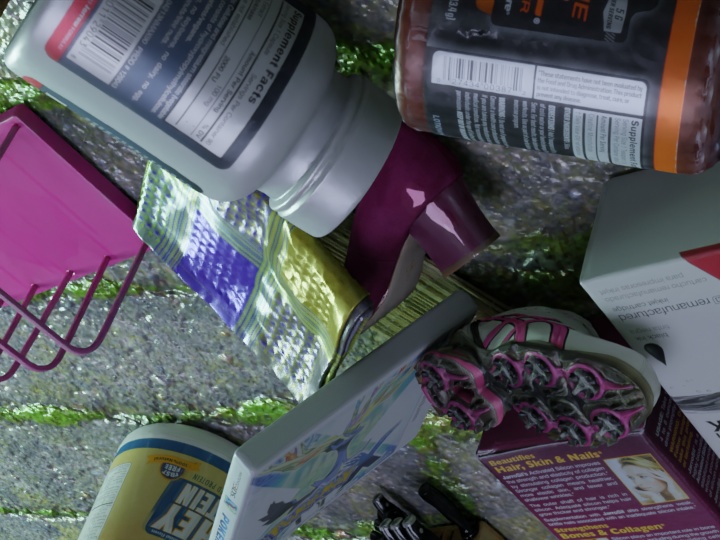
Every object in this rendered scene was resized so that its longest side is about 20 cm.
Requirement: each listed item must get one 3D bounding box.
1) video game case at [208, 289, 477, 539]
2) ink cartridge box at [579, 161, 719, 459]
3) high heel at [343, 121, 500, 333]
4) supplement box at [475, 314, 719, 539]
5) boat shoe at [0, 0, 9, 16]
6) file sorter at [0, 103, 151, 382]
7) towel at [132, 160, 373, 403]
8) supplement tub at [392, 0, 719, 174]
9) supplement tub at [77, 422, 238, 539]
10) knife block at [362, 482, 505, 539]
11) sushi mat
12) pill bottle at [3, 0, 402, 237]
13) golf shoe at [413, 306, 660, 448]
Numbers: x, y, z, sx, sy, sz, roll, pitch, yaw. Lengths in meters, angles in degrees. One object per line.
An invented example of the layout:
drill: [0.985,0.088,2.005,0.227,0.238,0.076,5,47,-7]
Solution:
video game case: [-0.016,0.115,1.037,0.022,0.199,0.183,45,148,18]
ink cartridge box: [0.241,0.026,0.895,0.146,0.083,0.200,-14,131,39]
high heel: [0.001,-0.019,0.984,0.200,0.067,0.097,-35,91,42]
supplement box: [0.190,0.129,1.039,0.130,0.104,0.200,-13,133,39]
boat shoe: [-0.221,-0.198,0.859,0.069,0.071,0.201,24,136,-3]
file sorter: [-0.266,0.001,1.090,0.199,0.126,0.139,-18,129,42]
towel: [-0.074,-0.006,0.995,0.200,0.023,0.144,46,147,14]
supplement tub: [0.122,-0.107,0.765,0.198,0.108,0.107,10,143,14]
supplement tub: [-0.166,0.245,1.292,0.143,0.201,0.145,14,144,10]
knife block: [0.096,0.251,1.281,0.198,0.064,0.176,16,145,8]
sushi mat: [0.000,0.000,1.047,0.199,0.012,0.096,31,143,-13]
pill bottle: [-0.082,-0.109,0.856,0.199,0.120,0.119,33,143,-16]
golf shoe: [0.115,0.051,0.940,0.199,0.092,0.073,2,127,59]
